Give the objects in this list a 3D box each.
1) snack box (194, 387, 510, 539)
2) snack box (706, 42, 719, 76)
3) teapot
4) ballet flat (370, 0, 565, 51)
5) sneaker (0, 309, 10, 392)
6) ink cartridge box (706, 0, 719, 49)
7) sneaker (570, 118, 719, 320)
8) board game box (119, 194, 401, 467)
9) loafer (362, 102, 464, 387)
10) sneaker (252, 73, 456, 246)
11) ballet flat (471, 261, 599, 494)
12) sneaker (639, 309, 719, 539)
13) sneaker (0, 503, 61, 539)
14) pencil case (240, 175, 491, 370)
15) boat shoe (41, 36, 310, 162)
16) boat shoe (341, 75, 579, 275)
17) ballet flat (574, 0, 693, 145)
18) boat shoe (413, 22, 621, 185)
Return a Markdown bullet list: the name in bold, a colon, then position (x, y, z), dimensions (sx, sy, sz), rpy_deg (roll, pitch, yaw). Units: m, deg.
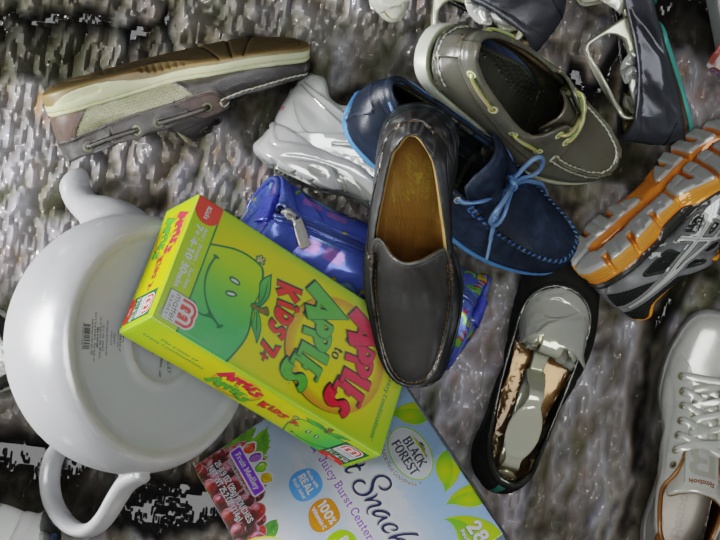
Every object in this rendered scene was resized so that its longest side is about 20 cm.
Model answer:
- **snack box**: position (-0.003, 0.178, 1.488), dimensions (0.168, 0.068, 0.200), rpy_deg (-33, 52, 0)
- **snack box**: position (0.332, -0.211, 1.476), dimensions (0.072, 0.024, 0.200), rpy_deg (33, 91, -6)
- **teapot**: position (-0.185, 0.057, 1.487), dimensions (0.200, 0.146, 0.198), rpy_deg (-50, 119, -33)
- **ballet flat**: position (0.052, -0.208, 1.512), dimensions (0.199, 0.073, 0.073), rpy_deg (18, 93, -8)
- **sneaker**: position (-0.334, 0.040, 1.501), dimensions (0.199, 0.088, 0.076), rpy_deg (22, 91, -7)
- **ink cartridge box**: position (0.362, -0.207, 1.533), dimensions (0.199, 0.084, 0.145), rpy_deg (-12, 95, -3)
- **sneaker**: position (0.251, -0.043, 1.550), dimensions (0.200, 0.078, 0.077), rpy_deg (-37, 118, -2)
- **board game box**: position (-0.061, 0.044, 1.440), dimensions (0.200, 0.048, 0.102), rpy_deg (33, 58, -24)
- **loafer**: position (0.032, -0.012, 1.415), dimensions (0.072, 0.072, 0.201), rpy_deg (-1, 102, 9)
- **sneaker**: position (0.027, -0.085, 1.525), dimensions (0.199, 0.078, 0.100), rpy_deg (25, 88, -7)
- **ballet flat**: position (0.138, 0.075, 1.547), dimensions (0.068, 0.068, 0.201), rpy_deg (15, 93, -5)
- **sneaker**: position (0.261, 0.131, 1.553), dimensions (0.072, 0.085, 0.201), rpy_deg (7, 92, -3)
- **sneaker**: position (-0.291, 0.265, 1.538), dimensions (0.087, 0.075, 0.201), rpy_deg (19, 86, 7)
- **pencil case**: position (0.000, 0.000, 1.518), dimensions (0.199, 0.087, 0.078), rpy_deg (26, 72, -10)
- **boat shoe**: position (-0.131, -0.126, 1.516), dimensions (0.199, 0.073, 0.065), rpy_deg (-11, 106, 0)
- **boat shoe**: position (0.077, -0.063, 1.469), dimensions (0.200, 0.069, 0.084), rpy_deg (30, 57, -16)
- **ballet flat**: position (0.196, -0.188, 1.532), dimensions (0.073, 0.073, 0.201), rpy_deg (-13, 97, -3)
- **boat shoe**: position (0.126, -0.116, 1.495), dimensions (0.201, 0.060, 0.072), rpy_deg (30, 75, -36)
